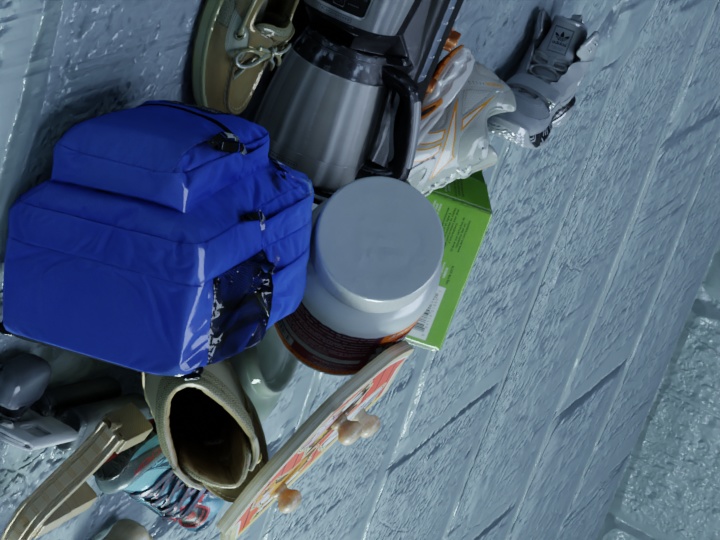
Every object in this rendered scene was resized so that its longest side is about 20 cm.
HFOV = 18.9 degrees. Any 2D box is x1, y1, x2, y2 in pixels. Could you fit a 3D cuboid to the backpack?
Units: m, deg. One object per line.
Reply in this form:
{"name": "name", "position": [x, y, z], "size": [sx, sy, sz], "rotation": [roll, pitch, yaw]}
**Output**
{"name": "backpack", "position": [-0.116, -0.027, 1.444], "size": [0.200, 0.162, 0.168], "rotation": [-22, 128, -62]}

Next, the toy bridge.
{"name": "toy bridge", "position": [-0.219, 0.169, 1.553], "size": [0.067, 0.027, 0.200], "rotation": [-26, 159, -52]}

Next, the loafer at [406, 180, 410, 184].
{"name": "loafer", "position": [0.000, 0.000, 1.776], "size": [0.068, 0.076, 0.200], "rotation": [14, 132, -29]}

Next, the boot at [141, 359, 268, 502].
{"name": "boot", "position": [-0.105, 0.119, 1.555], "size": [0.073, 0.156, 0.200], "rotation": [-23, 122, -5]}

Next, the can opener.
{"name": "can opener", "position": [-0.205, 0.091, 1.537], "size": [0.067, 0.053, 0.200], "rotation": [-66, 163, 12]}

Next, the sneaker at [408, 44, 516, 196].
{"name": "sneaker", "position": [0.072, -0.101, 1.940], "size": [0.200, 0.092, 0.076], "rotation": [-58, -174, -10]}

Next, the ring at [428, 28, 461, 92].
{"name": "ring", "position": [0.092, -0.235, 1.856], "size": [0.201, 0.019, 0.200], "rotation": [-64, 180, 0]}

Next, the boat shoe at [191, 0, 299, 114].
{"name": "boat shoe", "position": [-0.061, -0.194, 1.520], "size": [0.073, 0.063, 0.201], "rotation": [-14, 128, -66]}

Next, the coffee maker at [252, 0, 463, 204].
{"name": "coffee maker", "position": [-0.005, -0.169, 1.651], "size": [0.192, 0.134, 0.200], "rotation": [-86, -163, -70]}

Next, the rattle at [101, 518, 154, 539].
{"name": "rattle", "position": [-0.172, 0.309, 1.807], "size": [0.130, 0.142, 0.200], "rotation": [-71, 167, -48]}

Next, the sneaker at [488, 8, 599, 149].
{"name": "sneaker", "position": [0.179, -0.195, 2.165], "size": [0.200, 0.075, 0.115], "rotation": [-35, 147, -64]}

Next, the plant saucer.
{"name": "plant saucer", "position": [-0.084, 0.044, 1.700], "size": [0.200, 0.050, 0.201], "rotation": [4, 90, -70]}

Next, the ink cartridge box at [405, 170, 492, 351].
{"name": "ink cartridge box", "position": [0.063, -0.030, 2.085], "size": [0.200, 0.076, 0.148], "rotation": [-93, -157, -71]}

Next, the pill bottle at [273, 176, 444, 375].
{"name": "pill bottle", "position": [-0.001, 0.004, 1.582], "size": [0.110, 0.109, 0.200], "rotation": [-57, 180, -18]}

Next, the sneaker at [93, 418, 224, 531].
{"name": "sneaker", "position": [-0.139, 0.159, 1.705], "size": [0.079, 0.096, 0.200], "rotation": [-24, 175, 22]}

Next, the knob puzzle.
{"name": "knob puzzle", "position": [-0.025, 0.127, 1.577], "size": [0.220, 0.030, 0.220], "rotation": [-44, 172, -7]}
